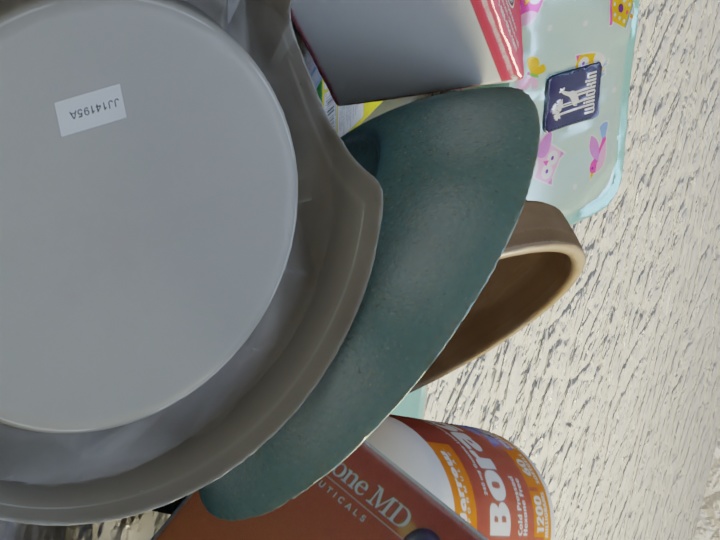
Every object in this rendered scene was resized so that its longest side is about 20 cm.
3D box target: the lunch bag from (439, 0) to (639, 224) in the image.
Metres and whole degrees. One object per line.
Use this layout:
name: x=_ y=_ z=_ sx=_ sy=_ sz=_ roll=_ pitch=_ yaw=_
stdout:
lunch bag: x=0.104 y=-0.125 z=1.137 sx=0.200 sy=0.122 sz=0.171 roll=-59 pitch=155 yaw=-62

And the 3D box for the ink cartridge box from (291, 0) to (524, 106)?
ink cartridge box: x=0.008 y=-0.189 z=0.760 sx=0.146 sy=0.085 sz=0.200 roll=60 pitch=26 yaw=-55

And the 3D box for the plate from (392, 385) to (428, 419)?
plate: x=0.004 y=0.093 z=1.093 sx=0.200 sy=0.026 sz=0.200 roll=12 pitch=90 yaw=-71

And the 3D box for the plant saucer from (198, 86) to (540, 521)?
plant saucer: x=-0.013 y=0.001 z=0.726 sx=0.201 sy=0.039 sz=0.201 roll=-46 pitch=-160 yaw=22

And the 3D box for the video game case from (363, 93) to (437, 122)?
video game case: x=0.005 y=0.003 z=1.108 sx=0.182 sy=0.023 sz=0.200 roll=85 pitch=25 yaw=-42

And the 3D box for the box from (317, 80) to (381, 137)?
box: x=0.002 y=-0.150 z=0.968 sx=0.200 sy=0.048 sz=0.118 roll=-46 pitch=144 yaw=-53

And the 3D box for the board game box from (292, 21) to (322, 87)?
board game box: x=-0.081 y=-0.067 z=0.727 sx=0.135 sy=0.034 sz=0.200 roll=-63 pitch=159 yaw=0

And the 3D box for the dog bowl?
dog bowl: x=-0.092 y=-0.022 z=0.615 sx=0.200 sy=0.059 sz=0.200 roll=-10 pitch=110 yaw=-29

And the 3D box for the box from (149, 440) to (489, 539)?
box: x=-0.031 y=0.173 z=0.793 sx=0.200 sy=0.152 sz=0.106 roll=-51 pitch=168 yaw=-6

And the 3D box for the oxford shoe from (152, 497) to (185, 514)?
oxford shoe: x=-0.103 y=0.053 z=0.767 sx=0.200 sy=0.073 sz=0.085 roll=49 pitch=52 yaw=-82

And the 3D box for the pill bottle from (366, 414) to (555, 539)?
pill bottle: x=0.013 y=0.129 z=0.964 sx=0.200 sy=0.112 sz=0.112 roll=16 pitch=87 yaw=-61

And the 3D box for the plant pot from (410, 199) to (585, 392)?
plant pot: x=0.000 y=0.000 z=0.917 sx=0.093 sy=0.201 sz=0.201 roll=65 pitch=12 yaw=15
